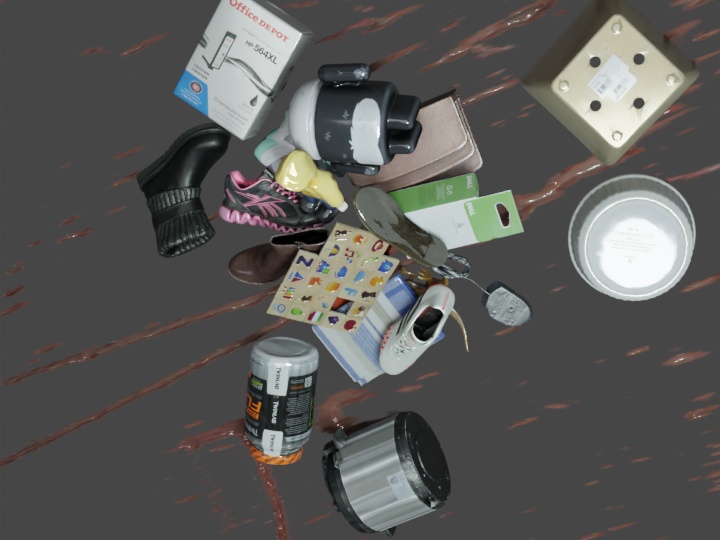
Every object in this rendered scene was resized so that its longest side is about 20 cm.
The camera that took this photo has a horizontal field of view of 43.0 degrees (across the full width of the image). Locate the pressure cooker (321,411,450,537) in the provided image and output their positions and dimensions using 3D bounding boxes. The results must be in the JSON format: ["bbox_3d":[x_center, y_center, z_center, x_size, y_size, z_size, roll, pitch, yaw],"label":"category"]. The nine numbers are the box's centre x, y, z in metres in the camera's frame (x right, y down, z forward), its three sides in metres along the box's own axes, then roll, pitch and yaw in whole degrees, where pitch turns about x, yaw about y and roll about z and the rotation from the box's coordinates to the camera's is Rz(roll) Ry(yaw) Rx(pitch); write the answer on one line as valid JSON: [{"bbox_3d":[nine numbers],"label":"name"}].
[{"bbox_3d":[0.033,0.349,1.563,0.199,0.178,0.177,-27,56,19],"label":"pressure cooker"}]

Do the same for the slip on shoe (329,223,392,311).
[{"bbox_3d":[0.000,0.000,1.523,0.061,0.074,0.201,51,125,30],"label":"slip on shoe"}]

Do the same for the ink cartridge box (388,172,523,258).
[{"bbox_3d":[0.153,-0.093,1.469,0.198,0.060,0.104,-12,137,15],"label":"ink cartridge box"}]

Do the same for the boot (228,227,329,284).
[{"bbox_3d":[-0.136,-0.033,1.506,0.197,0.166,0.073,-6,75,4],"label":"boot"}]

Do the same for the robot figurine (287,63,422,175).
[{"bbox_3d":[-0.010,-0.223,1.358,0.198,0.125,0.152,5,92,15],"label":"robot figurine"}]

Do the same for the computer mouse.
[{"bbox_3d":[0.201,0.028,1.517,0.199,0.034,0.059,35,106,-7],"label":"computer mouse"}]

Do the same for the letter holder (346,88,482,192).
[{"bbox_3d":[0.083,-0.182,1.464,0.198,0.101,0.143,-20,101,16],"label":"letter holder"}]

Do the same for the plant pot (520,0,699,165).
[{"bbox_3d":[0.370,-0.279,1.340,0.200,0.177,0.200,42,108,-2],"label":"plant pot"}]

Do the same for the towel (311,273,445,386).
[{"bbox_3d":[0.030,0.103,1.559,0.199,0.024,0.147,-32,108,26],"label":"towel"}]

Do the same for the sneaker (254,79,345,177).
[{"bbox_3d":[-0.071,-0.210,1.492,0.140,0.078,0.200,43,133,-7],"label":"sneaker"}]

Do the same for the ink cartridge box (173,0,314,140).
[{"bbox_3d":[-0.190,-0.339,1.487,0.145,0.084,0.201,33,109,2],"label":"ink cartridge box"}]

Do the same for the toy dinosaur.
[{"bbox_3d":[0.118,0.041,1.546,0.198,0.061,0.107,27,134,7],"label":"toy dinosaur"}]

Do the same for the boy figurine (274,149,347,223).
[{"bbox_3d":[-0.075,-0.128,1.397,0.124,0.200,0.065,32,88,14],"label":"boy figurine"}]

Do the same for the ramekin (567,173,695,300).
[{"bbox_3d":[0.426,-0.045,1.430,0.200,0.094,0.205,3,105,11],"label":"ramekin"}]

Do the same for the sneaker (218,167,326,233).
[{"bbox_3d":[-0.144,-0.121,1.529,0.198,0.079,0.096,9,112,11],"label":"sneaker"}]

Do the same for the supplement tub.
[{"bbox_3d":[-0.140,0.228,1.601,0.121,0.123,0.202,9,105,9],"label":"supplement tub"}]

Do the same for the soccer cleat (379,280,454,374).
[{"bbox_3d":[0.086,0.105,1.484,0.068,0.085,0.201,33,120,-6],"label":"soccer cleat"}]

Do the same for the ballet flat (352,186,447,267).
[{"bbox_3d":[0.057,-0.064,1.421,0.199,0.046,0.068,32,75,-32],"label":"ballet flat"}]

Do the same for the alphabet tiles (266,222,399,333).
[{"bbox_3d":[-0.038,0.013,1.467,0.166,0.008,0.201,15,123,-25],"label":"alphabet tiles"}]

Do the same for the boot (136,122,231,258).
[{"bbox_3d":[-0.277,-0.132,1.532,0.210,0.079,0.159,-35,66,27],"label":"boot"}]
